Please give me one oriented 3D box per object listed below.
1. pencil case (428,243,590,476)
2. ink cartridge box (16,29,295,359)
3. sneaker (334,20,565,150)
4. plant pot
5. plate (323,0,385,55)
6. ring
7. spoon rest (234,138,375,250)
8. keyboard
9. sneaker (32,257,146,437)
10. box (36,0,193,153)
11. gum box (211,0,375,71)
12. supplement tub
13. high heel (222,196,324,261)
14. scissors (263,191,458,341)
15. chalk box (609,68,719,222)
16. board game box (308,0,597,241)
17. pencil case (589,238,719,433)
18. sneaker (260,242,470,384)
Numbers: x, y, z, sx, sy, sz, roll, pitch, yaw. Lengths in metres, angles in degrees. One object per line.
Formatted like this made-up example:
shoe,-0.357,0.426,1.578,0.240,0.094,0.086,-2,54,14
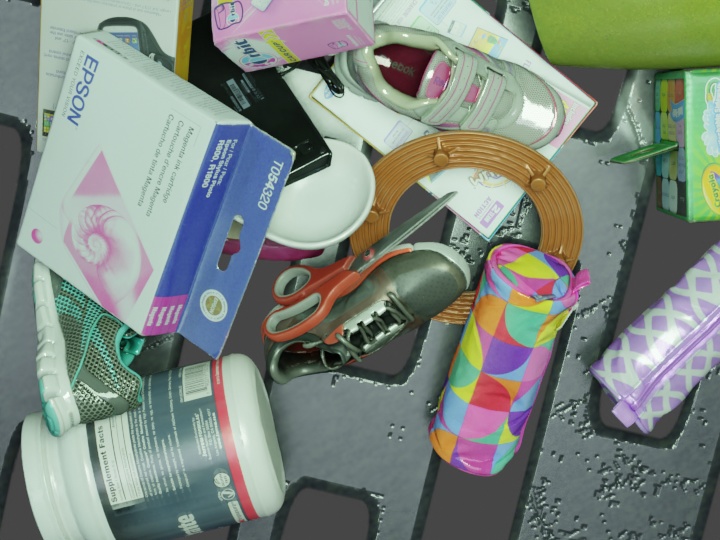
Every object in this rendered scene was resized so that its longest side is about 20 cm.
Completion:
pencil case,0.121,0.076,1.286,0.088,0.089,0.201,17,121,-3
ink cartridge box,-0.167,-0.055,1.202,0.199,0.043,0.198,33,117,21
sneaker,0.073,-0.146,1.244,0.198,0.088,0.082,16,97,-3
plant pot,0.240,-0.238,1.246,0.198,0.187,0.189,-15,97,16
plate,-0.012,-0.300,1.259,0.200,0.032,0.200,-45,65,5
ring,0.088,-0.029,1.286,0.198,0.019,0.202,3,127,4
spoon rest,-0.085,-0.057,1.230,0.198,0.061,0.100,-7,62,15
keyboard,-0.077,-0.151,1.258,0.126,0.021,0.201,-28,57,-8
sneaker,-0.225,0.051,1.275,0.090,0.201,0.078,-7,140,-10
box,-0.200,-0.162,1.240,0.118,0.042,0.202,13,117,10
gum box,-0.056,-0.271,1.214,0.112,0.066,0.202,-9,72,19
supplement tub,-0.172,0.158,1.294,0.198,0.140,0.142,-14,97,1
high heel,-0.131,-0.036,1.325,0.198,0.096,0.068,-6,62,15
scissors,0.000,0.000,1.264,0.199,0.074,0.014,-24,134,26
chalk box,0.311,-0.109,1.276,0.198,0.125,0.125,-2,97,-2
board game box,0.078,-0.147,1.310,0.200,0.040,0.153,39,95,-5
pencil case,0.289,0.051,1.316,0.084,0.086,0.200,43,96,-15
sneaker,0.005,0.048,1.289,0.199,0.082,0.077,-26,120,20
